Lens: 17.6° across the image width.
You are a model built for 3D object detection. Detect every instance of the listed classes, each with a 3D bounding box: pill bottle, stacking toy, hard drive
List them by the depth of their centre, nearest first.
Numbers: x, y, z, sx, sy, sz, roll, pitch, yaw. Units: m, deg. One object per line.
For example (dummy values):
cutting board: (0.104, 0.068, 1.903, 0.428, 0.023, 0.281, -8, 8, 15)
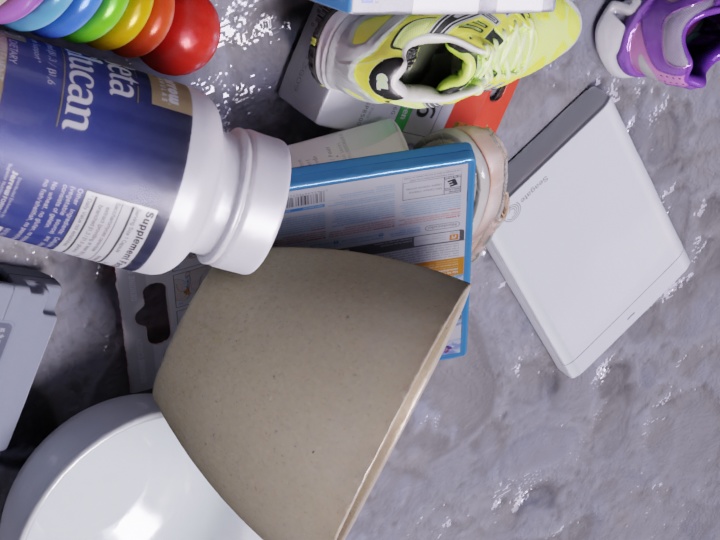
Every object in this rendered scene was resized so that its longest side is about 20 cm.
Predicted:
pill bottle: (-0.145, -0.062, 1.319, 0.199, 0.111, 0.112, 15, 108, -21)
stacking toy: (-0.153, -0.157, 1.324, 0.200, 0.085, 0.086, 23, 102, -50)
hard drive: (0.164, -0.024, 1.709, 0.132, 0.027, 0.200, -43, 136, -9)

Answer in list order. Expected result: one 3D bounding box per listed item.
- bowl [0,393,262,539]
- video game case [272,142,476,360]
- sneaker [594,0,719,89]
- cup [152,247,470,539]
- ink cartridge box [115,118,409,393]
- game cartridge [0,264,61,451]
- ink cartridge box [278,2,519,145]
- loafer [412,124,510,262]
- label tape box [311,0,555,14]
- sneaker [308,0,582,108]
bowl: (-0.159, 0.155, 1.511, 0.200, 0.090, 0.202, -22, 129, -29)
video game case: (0.000, 0.000, 1.480, 0.142, 0.018, 0.201, -9, 141, -7)
sneaker: (0.259, -0.202, 1.628, 0.200, 0.088, 0.080, -49, 135, -4)
cup: (-0.040, 0.065, 1.404, 0.201, 0.143, 0.200, -61, 175, -10)
ink cartridge box: (-0.064, -0.007, 1.505, 0.199, 0.050, 0.161, -14, 142, -11)
game cartridge: (-0.283, 0.054, 1.382, 0.199, 0.042, 0.134, 9, 115, -43)
ink cartridge box: (0.051, -0.138, 1.522, 0.199, 0.050, 0.109, 10, 111, -42)
loafer: (0.066, -0.046, 1.540, 0.063, 0.072, 0.200, -24, 163, -23)
label tape box: (0.021, -0.227, 1.375, 0.199, 0.063, 0.145, -3, 113, -17)
sneaker: (0.065, -0.132, 1.446, 0.199, 0.076, 0.076, -16, 124, -34)
